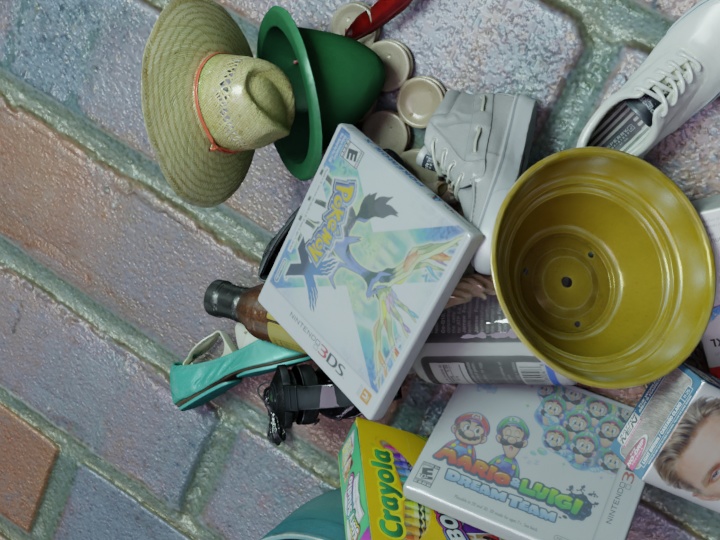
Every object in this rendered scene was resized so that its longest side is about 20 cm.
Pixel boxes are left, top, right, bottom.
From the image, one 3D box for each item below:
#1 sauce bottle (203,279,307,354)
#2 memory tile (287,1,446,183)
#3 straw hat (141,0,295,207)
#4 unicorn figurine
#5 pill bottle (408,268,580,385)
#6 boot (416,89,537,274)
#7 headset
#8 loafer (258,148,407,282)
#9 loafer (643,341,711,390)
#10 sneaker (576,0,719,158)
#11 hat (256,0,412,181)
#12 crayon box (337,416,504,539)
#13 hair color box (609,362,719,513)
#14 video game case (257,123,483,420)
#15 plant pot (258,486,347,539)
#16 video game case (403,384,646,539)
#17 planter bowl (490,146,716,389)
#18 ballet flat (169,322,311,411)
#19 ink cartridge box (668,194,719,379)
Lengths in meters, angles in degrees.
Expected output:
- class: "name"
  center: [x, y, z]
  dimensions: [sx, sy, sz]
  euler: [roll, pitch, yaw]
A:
- class: "sauce bottle"
  center: [-0.075, 0.047, 1.100]
  dimensions: [0.200, 0.066, 0.066]
  euler: [16, 111, 30]
- class: "memory tile"
  center: [0.010, -0.154, 1.058]
  dimensions: [0.153, 0.017, 0.200]
  euler: [-42, 85, 28]
- class: "straw hat"
  center: [-0.107, -0.151, 0.959]
  dimensions: [0.085, 0.201, 0.201]
  euler: [4, 106, 25]
- class: "unicorn figurine"
  center: [0.042, -0.022, 0.989]
  dimensions: [0.200, 0.137, 0.074]
  euler: [33, 147, 56]
- class: "pill bottle"
  center: [0.110, 0.053, 1.017]
  dimensions: [0.200, 0.114, 0.114]
  euler: [-1, 104, 24]
- class: "boot"
  center: [0.095, -0.083, 0.947]
  dimensions: [0.095, 0.200, 0.074]
  euler: [9, 141, 13]
- class: "headset"
  center: [-0.043, 0.141, 1.111]
  dimensions: [0.200, 0.123, 0.094]
  euler: [-7, 86, 51]
- class: "loafer"
  center: [-0.030, -0.046, 1.058]
  dimensions: [0.201, 0.070, 0.068]
  euler: [-40, 87, 34]
- class: "loafer"
  center: [0.295, 0.104, 0.977]
  dimensions: [0.072, 0.063, 0.200]
  euler: [-23, 95, 28]
- class: "sneaker"
  center: [0.264, -0.153, 0.912]
  dimensions: [0.073, 0.071, 0.200]
  euler: [41, 117, 8]
- class: "hat"
  center: [0.009, -0.190, 1.023]
  dimensions: [0.200, 0.176, 0.166]
  euler: [145, 108, -70]
- class: "crayon box"
  center: [0.072, 0.243, 1.006]
  dimensions: [0.172, 0.200, 0.058]
  euler: [19, 117, -17]
- class: "hair color box"
  center: [0.326, 0.159, 0.914]
  dimensions: [0.200, 0.061, 0.100]
  euler: [24, 101, -21]
- class: "video game case"
  center: [0.000, 0.000, 0.946]
  dimensions: [0.182, 0.022, 0.200]
  euler: [44, 118, 33]
- class: "plant pot"
  center: [-0.001, 0.311, 1.095]
  dimensions: [0.200, 0.188, 0.200]
  euler: [10, 113, 23]
- class: "video game case"
  center: [0.167, 0.175, 0.995]
  dimensions: [0.200, 0.182, 0.024]
  euler: [19, 139, 18]
- class: "planter bowl"
  center: [0.189, 0.004, 0.895]
  dimensions: [0.201, 0.200, 0.083]
  euler: [55, 161, 1]
- class: "ballet flat"
  center: [-0.136, 0.094, 1.169]
  dimensions: [0.200, 0.067, 0.071]
  euler: [-24, 80, 26]
- class: "ink cartridge box"
  center: [0.355, 0.029, 0.926]
  dimensions: [0.116, 0.067, 0.200]
  euler: [-15, 99, 27]
